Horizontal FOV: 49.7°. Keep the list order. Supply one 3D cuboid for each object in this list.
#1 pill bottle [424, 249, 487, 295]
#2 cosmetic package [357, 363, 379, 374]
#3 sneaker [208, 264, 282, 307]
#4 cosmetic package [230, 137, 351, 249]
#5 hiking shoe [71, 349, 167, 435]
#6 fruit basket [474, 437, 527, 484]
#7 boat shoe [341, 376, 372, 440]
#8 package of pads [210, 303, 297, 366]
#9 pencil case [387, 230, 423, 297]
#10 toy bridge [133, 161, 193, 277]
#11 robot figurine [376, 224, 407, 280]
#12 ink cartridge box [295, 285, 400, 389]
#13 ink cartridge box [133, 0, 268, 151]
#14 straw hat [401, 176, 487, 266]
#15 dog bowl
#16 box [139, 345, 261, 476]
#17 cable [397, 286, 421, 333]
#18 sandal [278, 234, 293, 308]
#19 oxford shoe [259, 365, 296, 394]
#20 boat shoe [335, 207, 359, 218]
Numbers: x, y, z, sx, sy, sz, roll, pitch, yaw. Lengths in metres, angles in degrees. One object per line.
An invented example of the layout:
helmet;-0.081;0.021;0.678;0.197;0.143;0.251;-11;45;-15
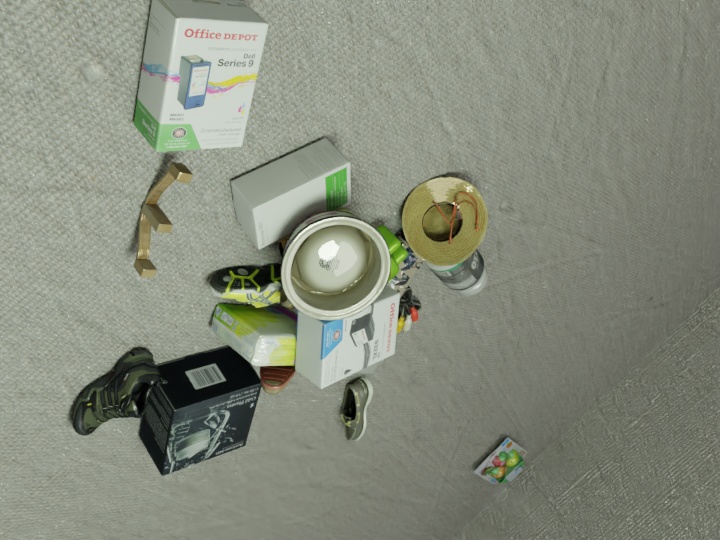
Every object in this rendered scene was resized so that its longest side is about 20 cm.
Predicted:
pill bottle;0.226;-0.019;1.825;0.113;0.113;0.200;-45;146;3
cosmetic package;-0.026;0.172;1.798;0.107;0.090;0.199;-54;147;15
sneaker;-0.202;0.040;1.484;0.199;0.075;0.077;-2;127;-43
cosmetic package;-0.120;-0.137;1.372;0.199;0.085;0.108;-30;147;-21
hiking shoe;-0.446;0.241;1.424;0.200;0.101;0.076;-46;145;3
fruit basket;0.541;0.735;2.966;0.185;0.094;0.200;-46;143;3
boat shoe;-0.020;0.366;2.022;0.060;0.072;0.203;-13;129;-34
package of pads;-0.174;0.128;1.529;0.199;0.154;0.069;6;108;-48
pencil case;0.070;0.011;1.729;0.089;0.078;0.201;19;113;-34
toy bridge;-0.323;-0.084;1.234;0.027;0.067;0.201;1;124;-45
robot figurine;0.000;0.000;1.611;0.200;0.116;0.176;-43;144;-1
ink cartridge box;-0.023;0.118;1.500;0.199;0.083;0.147;-20;125;-39
ink cartridge box;-0.229;-0.279;1.108;0.144;0.088;0.201;-10;132;-38
straw hat;0.173;-0.103;1.698;0.200;0.202;0.085;-34;-174;-14
dog bowl;-0.050;-0.016;1.380;0.198;0.074;0.202;-6;118;-12
box;-0.325;0.280;1.573;0.199;0.124;0.198;-13;137;-37
cable;0.119;0.088;1.859;0.097;0.050;0.201;-31;159;-18
sandal;-0.128;-0.031;1.443;0.053;0.080;0.202;12;95;-21
oxford shoe;-0.163;0.211;1.546;0.200;0.070;0.076;-78;179;-76
boat shoe;-0.009;-0.050;1.469;0.074;0.067;0.201;-29;133;2
